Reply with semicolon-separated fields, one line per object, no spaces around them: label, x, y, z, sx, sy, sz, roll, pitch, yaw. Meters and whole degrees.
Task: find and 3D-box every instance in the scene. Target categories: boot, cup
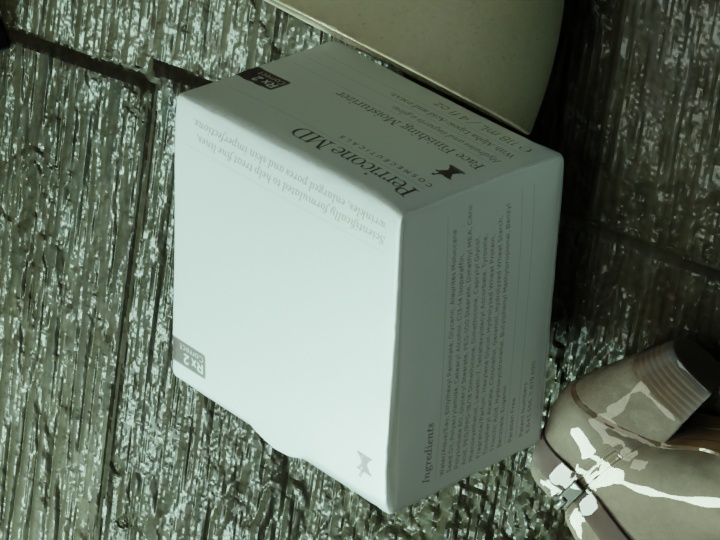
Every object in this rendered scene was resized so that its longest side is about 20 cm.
boot;0.192;0.137;1.666;0.200;0.070;0.146;52;131;13
cup;0.040;-0.185;1.622;0.200;0.200;0.144;29;93;25

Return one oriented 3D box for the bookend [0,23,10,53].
bookend;-0.290;-0.214;1.883;0.198;0.092;0.200;-22;90;36

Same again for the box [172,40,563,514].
box;0.000;0.000;1.675;0.199;0.131;0.201;30;129;39
